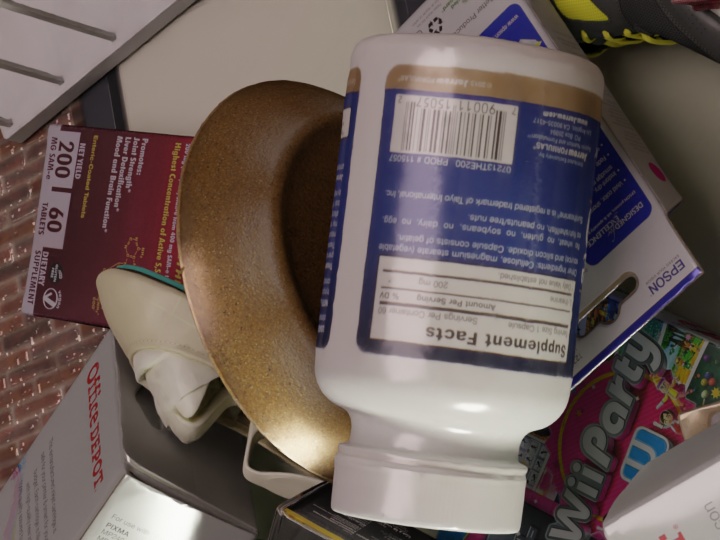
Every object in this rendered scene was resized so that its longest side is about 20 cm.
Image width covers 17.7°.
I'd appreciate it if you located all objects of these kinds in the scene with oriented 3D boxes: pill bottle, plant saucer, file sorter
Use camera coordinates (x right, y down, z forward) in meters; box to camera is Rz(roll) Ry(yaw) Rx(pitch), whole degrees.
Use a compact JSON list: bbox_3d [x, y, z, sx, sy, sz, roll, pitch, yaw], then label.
[{"bbox_3d":[0.039,0.006,0.984,0.110,0.111,0.202,5,87,38],"label":"pill bottle"},{"bbox_3d":[0.000,0.000,1.076,0.035,0.199,0.202,-23,70,40],"label":"plant saucer"},{"bbox_3d":[-0.190,-0.191,1.300,0.200,0.124,0.140,-35,64,29],"label":"file sorter"}]

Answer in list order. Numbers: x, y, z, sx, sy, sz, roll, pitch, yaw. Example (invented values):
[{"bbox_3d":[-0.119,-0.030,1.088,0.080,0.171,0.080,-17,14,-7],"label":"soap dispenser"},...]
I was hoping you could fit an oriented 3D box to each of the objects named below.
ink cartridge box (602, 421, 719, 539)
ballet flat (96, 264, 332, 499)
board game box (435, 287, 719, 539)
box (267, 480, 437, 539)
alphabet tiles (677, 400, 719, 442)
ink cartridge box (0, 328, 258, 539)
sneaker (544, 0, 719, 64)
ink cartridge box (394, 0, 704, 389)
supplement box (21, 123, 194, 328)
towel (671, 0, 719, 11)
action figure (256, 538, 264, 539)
[{"bbox_3d":[0.215,0.098,0.869,0.199,0.145,0.146,-32,86,15],"label":"ink cartridge box"},{"bbox_3d":[-0.056,0.067,1.144,0.199,0.069,0.070,28,102,7],"label":"ballet flat"},{"bbox_3d":[0.145,0.102,1.039,0.199,0.064,0.148,25,99,38],"label":"board game box"},{"bbox_3d":[0.034,0.211,1.042,0.199,0.049,0.161,26,116,24],"label":"box"},{"bbox_3d":[0.247,0.110,0.939,0.199,0.008,0.168,-18,87,16],"label":"alphabet tiles"},{"bbox_3d":[-0.142,0.154,1.203,0.200,0.082,0.146,-54,22,19],"label":"ink cartridge box"},{"bbox_3d":[0.123,-0.131,1.091,0.200,0.074,0.085,43,116,43],"label":"sneaker"},{"bbox_3d":[0.079,-0.046,1.052,0.095,0.037,0.201,-44,58,25],"label":"ink cartridge box"},{"bbox_3d":[-0.085,-0.015,1.235,0.199,0.061,0.110,7,88,37],"label":"supplement box"},{"bbox_3d":[0.223,-0.185,0.959,0.199,0.023,0.145,-1,82,33],"label":"towel"},{"bbox_3d":[-0.006,0.175,1.129,0.199,0.055,0.119,-12,96,46],"label":"action figure"}]
